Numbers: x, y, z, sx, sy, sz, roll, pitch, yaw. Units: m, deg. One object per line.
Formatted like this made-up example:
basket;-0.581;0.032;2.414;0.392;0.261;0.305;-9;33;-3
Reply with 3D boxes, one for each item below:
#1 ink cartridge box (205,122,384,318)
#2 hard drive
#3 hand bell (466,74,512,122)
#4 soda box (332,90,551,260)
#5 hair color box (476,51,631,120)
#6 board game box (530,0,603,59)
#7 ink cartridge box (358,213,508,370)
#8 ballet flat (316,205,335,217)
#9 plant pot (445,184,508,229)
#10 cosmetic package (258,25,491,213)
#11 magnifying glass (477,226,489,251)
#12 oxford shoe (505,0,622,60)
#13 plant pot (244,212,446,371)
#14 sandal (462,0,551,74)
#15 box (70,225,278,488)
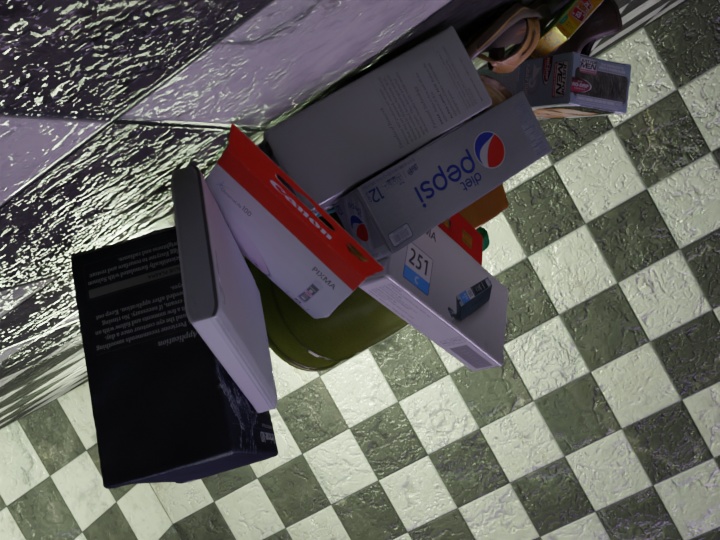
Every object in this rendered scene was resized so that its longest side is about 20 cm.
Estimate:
ink cartridge box;-0.071;-0.029;0.632;0.057;0.162;0.200;-48;-175;-8
hard drive;-0.111;0.025;0.624;0.026;0.134;0.201;-14;151;-1
hand bell;0.084;-0.124;0.833;0.198;0.106;0.104;-28;-177;45
soda box;0.075;-0.084;0.663;0.198;0.064;0.068;-33;-175;-23
hair color box;0.237;-0.231;0.945;0.097;0.062;0.199;1;-174;-27
board game box;0.243;-0.294;0.843;0.096;0.030;0.200;-48;-174;9
ink cartridge box;0.085;-0.018;0.768;0.044;0.199;0.180;-17;-130;39
ballet flat;-0.114;-0.062;0.764;0.196;0.065;0.076;-21;-173;0
plant pot;0.099;-0.133;0.964;0.198;0.186;0.200;-31;-178;1
cosmetic package;0.008;-0.128;0.673;0.198;0.082;0.113;-33;-176;-8
magnifying glass;0.097;-0.038;1.061;0.197;0.023;0.079;3;-149;40
oxford shoe;0.271;-0.304;1.024;0.198;0.086;0.072;-28;-175;44
plant pot;0.000;0.000;0.846;0.190;0.204;0.199;-18;-171;39
sandal;0.159;-0.241;0.781;0.080;0.055;0.199;-30;-177;42
box;-0.168;0.091;0.699;0.115;0.204;0.197;-14;165;1
